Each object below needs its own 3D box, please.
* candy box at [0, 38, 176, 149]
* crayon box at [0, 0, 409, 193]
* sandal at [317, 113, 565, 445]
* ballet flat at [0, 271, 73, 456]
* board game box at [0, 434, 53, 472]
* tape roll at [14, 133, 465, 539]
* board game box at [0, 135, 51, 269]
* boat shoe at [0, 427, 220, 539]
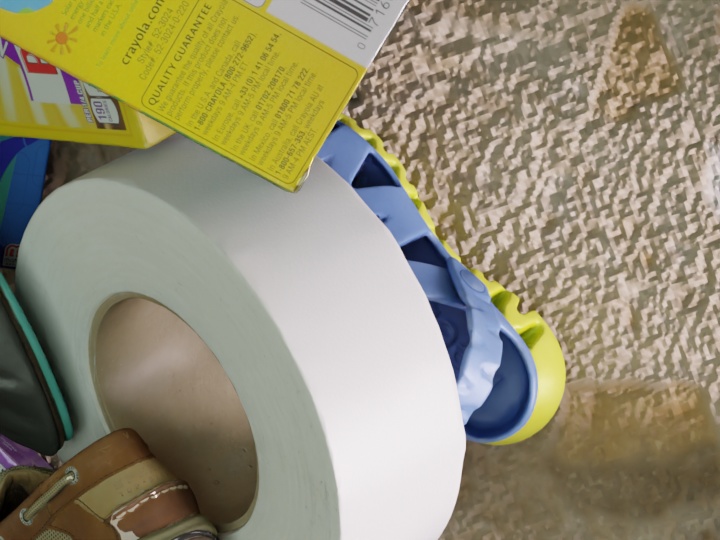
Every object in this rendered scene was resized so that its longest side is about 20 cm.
[{"bbox_3d":[-0.137,-0.143,1.103,0.102,0.026,0.201,9,124,47],"label":"candy box"},{"bbox_3d":[-0.079,-0.132,1.039,0.199,0.051,0.127,29,102,-18],"label":"crayon box"},{"bbox_3d":[0.000,0.000,1.182,0.200,0.087,0.080,39,107,3],"label":"sandal"},{"bbox_3d":[-0.180,-0.009,1.156,0.068,0.068,0.201,-23,102,-18],"label":"ballet flat"},{"bbox_3d":[-0.194,0.115,1.272,0.200,0.032,0.120,44,110,-1],"label":"board game box"},{"bbox_3d":[-0.052,0.044,1.152,0.202,0.071,0.203,30,135,36],"label":"tape roll"},{"bbox_3d":[-0.196,-0.107,1.181,0.151,0.045,0.201,6,110,-15],"label":"board game box"},{"bbox_3d":[-0.129,0.115,1.181,0.200,0.075,0.074,-30,84,47],"label":"boat shoe"}]
